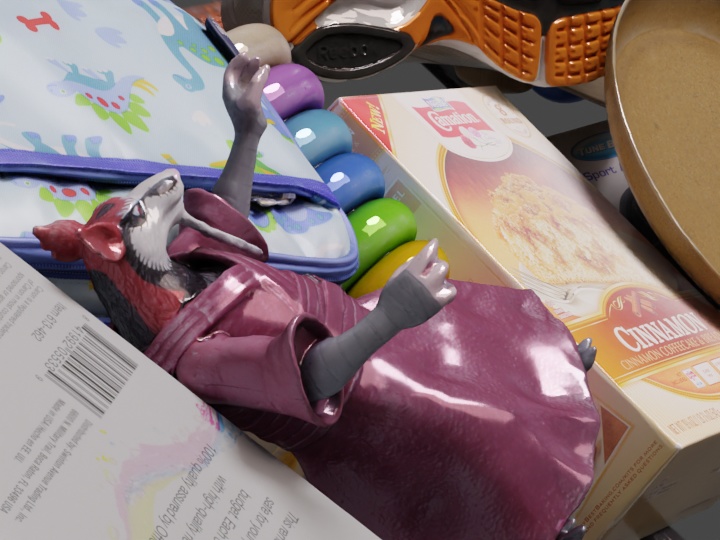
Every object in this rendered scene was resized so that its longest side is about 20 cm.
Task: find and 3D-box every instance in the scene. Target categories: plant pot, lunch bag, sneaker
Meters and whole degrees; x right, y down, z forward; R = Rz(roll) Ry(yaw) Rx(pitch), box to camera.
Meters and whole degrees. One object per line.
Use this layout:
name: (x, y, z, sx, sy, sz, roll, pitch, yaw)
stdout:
plant pot: (0.178, -0.042, 1.311, 0.199, 0.027, 0.201, 28, 42, -28)
lunch bag: (-0.106, -0.030, 1.000, 0.199, 0.083, 0.161, 5, 40, -42)
sneaker: (0.029, -0.123, 1.298, 0.199, 0.076, 0.092, 0, 9, -32)

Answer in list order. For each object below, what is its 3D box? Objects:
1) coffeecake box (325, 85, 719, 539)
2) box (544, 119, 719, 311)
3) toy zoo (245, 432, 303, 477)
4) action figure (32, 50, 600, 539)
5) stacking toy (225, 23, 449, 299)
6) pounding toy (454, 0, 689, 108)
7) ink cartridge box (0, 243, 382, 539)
coffeecake box: (0.071, 0.017, 1.218, 0.200, 0.073, 0.153, 46, 23, 16)
box: (0.170, -0.019, 1.402, 0.118, 0.042, 0.201, -16, 49, -15)
toy zoo: (0.000, 0.101, 1.019, 0.199, 0.020, 0.132, 24, 27, -33)
action figure: (-0.021, 0.031, 0.930, 0.199, 0.149, 0.134, 23, 19, -24)
stacking toy: (0.000, 0.000, 1.127, 0.200, 0.085, 0.085, 46, 23, 12)
pounding toy: (0.061, -0.138, 1.412, 0.183, 0.143, 0.200, 23, 8, 2)
ink cartridge box: (-0.078, 0.095, 0.826, 0.200, 0.083, 0.146, 38, 22, -3)
